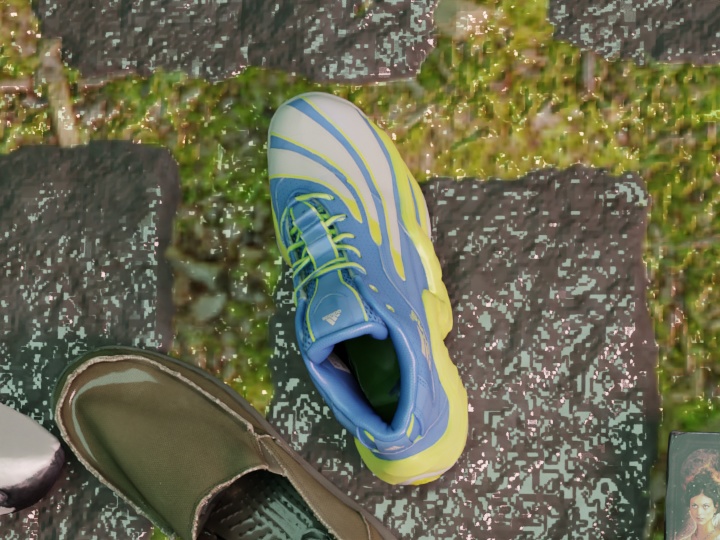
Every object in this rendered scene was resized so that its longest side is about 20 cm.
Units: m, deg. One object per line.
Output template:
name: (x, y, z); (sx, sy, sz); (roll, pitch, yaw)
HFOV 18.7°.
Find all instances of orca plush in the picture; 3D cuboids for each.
orca plush: (-0.247, 0.097, 1.073); (0.199, 0.105, 0.071); (4, 121, -12)

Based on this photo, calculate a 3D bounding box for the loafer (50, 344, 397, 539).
loafer: (-0.066, 0.098, 1.039); (0.199, 0.070, 0.075); (31, 87, 14)

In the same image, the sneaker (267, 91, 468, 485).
sneaker: (0.000, 0.000, 1.026); (0.075, 0.105, 0.201); (-23, 77, 6)

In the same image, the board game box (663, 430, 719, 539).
board game box: (0.237, 0.145, 0.992); (0.199, 0.035, 0.136); (1, 80, 11)
